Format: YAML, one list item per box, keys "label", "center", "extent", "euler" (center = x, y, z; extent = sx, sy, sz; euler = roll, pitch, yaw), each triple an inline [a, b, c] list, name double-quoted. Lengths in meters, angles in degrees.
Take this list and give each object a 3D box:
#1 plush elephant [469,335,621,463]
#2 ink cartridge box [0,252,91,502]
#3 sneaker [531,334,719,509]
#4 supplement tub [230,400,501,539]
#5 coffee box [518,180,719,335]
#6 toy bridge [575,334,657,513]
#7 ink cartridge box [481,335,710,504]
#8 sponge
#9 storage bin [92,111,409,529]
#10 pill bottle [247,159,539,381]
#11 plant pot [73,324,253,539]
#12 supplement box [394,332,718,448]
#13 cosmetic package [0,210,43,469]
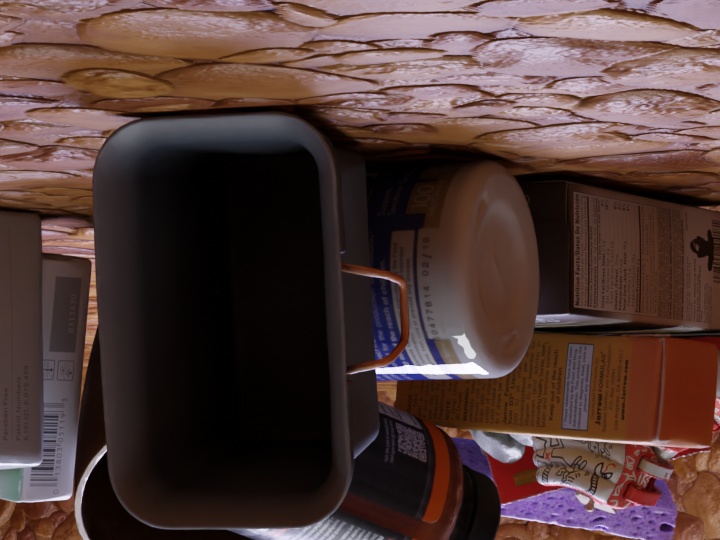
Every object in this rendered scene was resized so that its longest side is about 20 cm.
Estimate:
- label: "plush elephant"
  center: [0.148, 0.057, 1.719]
  extent: [0.200, 0.155, 0.165]
  euler: [2, 174, -21]
- label: "ink cartridge box"
  center: [-0.261, 0.064, 1.651]
  extent: [0.050, 0.161, 0.200]
  euler: [4, -178, -44]
- label: "sneaker"
  center: [0.200, 0.094, 1.529]
  extent: [0.201, 0.108, 0.067]
  euler: [-1, 178, 23]
- label: "supplement tub"
  center: [-0.012, 0.126, 1.471]
  extent: [0.200, 0.107, 0.107]
  euler: [25, 162, -29]
- label: "coffee box"
  center: [0.131, -0.004, 1.482]
  extent: [0.114, 0.080, 0.200]
  euler: [-3, 174, 37]
- label: "toy bridge"
  center: [0.183, 0.064, 1.607]
  extent: [0.027, 0.200, 0.067]
  euler: [17, 169, 16]
- label: "ink cartridge box"
  center: [0.159, 0.085, 1.816]
  extent: [0.161, 0.050, 0.200]
  euler: [-15, -154, 1]
- label: "sponge"
  center: [0.136, 0.163, 1.846]
  extent: [0.200, 0.030, 0.112]
  euler: [10, -169, -2]
- label: "storage bin"
  center: [-0.040, 0.018, 1.231]
  extent: [0.145, 0.201, 0.134]
  euler: [-2, -175, 17]
- label: "pill bottle"
  center: [-0.012, 0.003, 1.359]
  extent: [0.200, 0.120, 0.120]
  euler: [-3, 174, 25]
- label: "plant pot"
  center: [-0.108, 0.074, 1.618]
  extent: [0.186, 0.200, 0.187]
  euler: [-8, 136, -8]
- label: "supplement box"
  center: [0.117, 0.070, 1.492]
  extent: [0.200, 0.069, 0.066]
  euler: [0, 174, 39]
- label: "cosmetic package"
  center: [-0.326, 0.045, 1.539]
  extent: [0.167, 0.167, 0.200]
  euler: [-6, 173, 44]
